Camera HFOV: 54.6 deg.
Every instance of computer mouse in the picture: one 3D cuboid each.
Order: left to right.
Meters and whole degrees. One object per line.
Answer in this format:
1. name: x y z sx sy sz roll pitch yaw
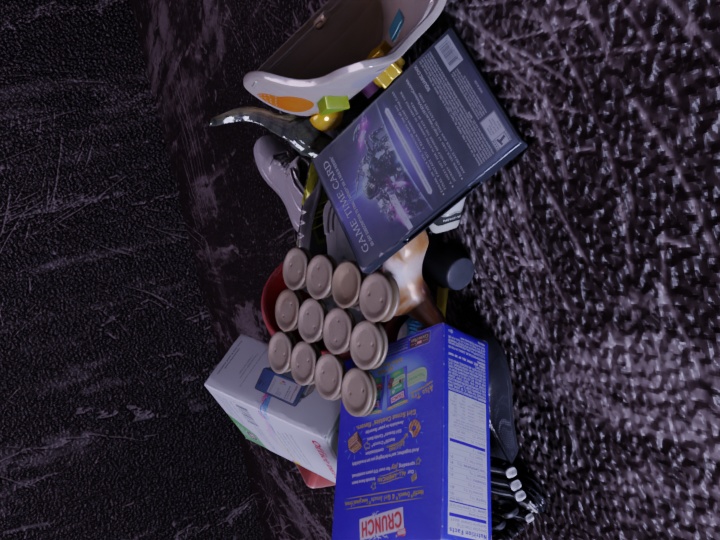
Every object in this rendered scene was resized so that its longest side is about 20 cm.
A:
1. computer mouse: 0.132 0.164 0.766 0.138 0.052 0.205 -169 66 -68

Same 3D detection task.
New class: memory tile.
1. memory tile: -0.036 0.061 0.777 0.198 0.017 0.157 17 99 49

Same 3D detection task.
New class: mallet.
1. mallet: 0.095 0.069 0.788 0.066 0.040 0.205 27 122 58

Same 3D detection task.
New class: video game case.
1. video game case: 0.047 -0.113 0.678 0.199 0.019 0.145 -39 62 27

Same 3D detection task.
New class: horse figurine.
1. horse figurine: 0.033 -0.015 0.743 0.131 0.049 0.204 18 123 40

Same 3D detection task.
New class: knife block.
1. knife block: 0.094 0.224 0.765 0.200 0.063 0.178 46 146 32

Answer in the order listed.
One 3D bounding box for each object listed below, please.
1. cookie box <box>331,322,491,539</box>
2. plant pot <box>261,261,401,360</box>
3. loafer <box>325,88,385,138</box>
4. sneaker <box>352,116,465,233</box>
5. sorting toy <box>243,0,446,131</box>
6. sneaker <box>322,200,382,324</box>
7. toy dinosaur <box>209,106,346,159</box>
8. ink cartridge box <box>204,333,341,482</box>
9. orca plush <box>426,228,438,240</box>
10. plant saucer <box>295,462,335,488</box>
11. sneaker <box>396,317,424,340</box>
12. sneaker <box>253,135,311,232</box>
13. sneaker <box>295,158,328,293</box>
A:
1. cookie box: 0.050 0.179 0.712 0.170 0.074 0.204 -27 50 47
2. plant pot: -0.030 0.095 0.976 0.201 0.197 0.180 54 159 43
3. loafer: -0.022 -0.207 0.880 0.073 0.072 0.200 72 159 8
4. sneaker: 0.046 -0.110 0.770 0.200 0.074 0.089 -130 31 -49
5. sorting toy: 0.007 -0.222 0.681 0.107 0.200 0.179 48 165 -21
6. sneaker: 0.000 0.000 0.876 0.075 0.080 0.205 -10 67 33
7. toy dinosaur: -0.065 -0.165 0.772 0.047 0.197 0.090 -22 55 54
8. ink cartridge box: -0.079 0.181 0.887 0.197 0.088 0.147 18 147 33
9. orca plush: 0.021 -0.091 0.852 0.106 0.070 0.202 101 147 -50
10. plant saucer: -0.022 0.223 1.027 0.200 0.196 0.037 47 129 50
11. sneaker: 0.070 0.150 0.883 0.080 0.075 0.205 24 127 55
12. sneaker: -0.110 -0.169 1.153 0.202 0.073 0.116 57 153 17
13. sneaker: -0.041 -0.066 0.937 0.075 0.083 0.204 112 165 -67
